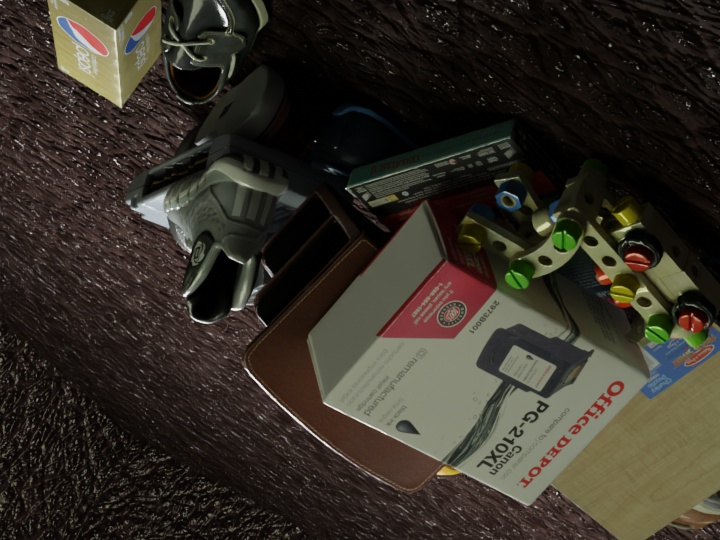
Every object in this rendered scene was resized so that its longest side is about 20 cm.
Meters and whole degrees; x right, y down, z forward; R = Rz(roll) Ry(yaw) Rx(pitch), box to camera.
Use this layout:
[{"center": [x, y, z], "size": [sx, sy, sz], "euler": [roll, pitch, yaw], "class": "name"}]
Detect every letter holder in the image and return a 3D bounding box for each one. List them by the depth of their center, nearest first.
[{"center": [0.005, 0.058, 1.569], "size": [0.200, 0.142, 0.101], "euler": [40, -173, -30], "class": "letter holder"}]

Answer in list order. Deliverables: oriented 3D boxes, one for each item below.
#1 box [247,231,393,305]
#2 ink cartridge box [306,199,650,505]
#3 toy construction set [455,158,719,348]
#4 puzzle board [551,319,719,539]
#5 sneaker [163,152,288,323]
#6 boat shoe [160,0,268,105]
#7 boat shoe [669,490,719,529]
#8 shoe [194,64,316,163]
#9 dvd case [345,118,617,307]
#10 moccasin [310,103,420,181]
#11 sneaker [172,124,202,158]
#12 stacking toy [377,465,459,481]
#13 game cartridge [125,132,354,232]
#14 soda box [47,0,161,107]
[{"center": [0.000, 0.000, 1.693], "size": [0.200, 0.044, 0.160], "euler": [0, 173, -13], "class": "box"}, {"center": [0.086, 0.062, 1.481], "size": [0.200, 0.145, 0.084], "euler": [28, -155, -28], "class": "ink cartridge box"}, {"center": [0.174, 0.000, 1.412], "size": [0.200, 0.092, 0.131], "euler": [33, 144, -32], "class": "toy construction set"}, {"center": [0.231, 0.120, 1.588], "size": [0.151, 0.200, 0.017], "euler": [40, -150, -19], "class": "puzzle board"}, {"center": [-0.118, -0.011, 1.574], "size": [0.075, 0.116, 0.200], "euler": [17, 163, -13], "class": "sneaker"}, {"center": [-0.114, -0.178, 1.526], "size": [0.072, 0.068, 0.200], "euler": [34, 165, 4], "class": "boat shoe"}, {"center": [0.212, 0.159, 1.676], "size": [0.200, 0.076, 0.072], "euler": [27, 136, -1], "class": "boat shoe"}, {"center": [-0.069, -0.108, 1.669], "size": [0.091, 0.072, 0.200], "euler": [32, 170, -12], "class": "shoe"}, {"center": [0.105, -0.027, 1.498], "size": [0.146, 0.022, 0.200], "euler": [-16, 135, 35], "class": "dvd case"}, {"center": [0.046, -0.048, 1.588], "size": [0.200, 0.068, 0.080], "euler": [37, 173, -9], "class": "moccasin"}, {"center": [-0.126, -0.074, 1.921], "size": [0.099, 0.071, 0.200], "euler": [33, 161, 13], "class": "sneaker"}, {"center": [0.083, 0.135, 1.821], "size": [0.146, 0.146, 0.200], "euler": [39, 128, -19], "class": "stacking toy"}, {"center": [-0.093, -0.058, 1.665], "size": [0.133, 0.041, 0.200], "euler": [25, 160, -25], "class": "game cartridge"}, {"center": [-0.204, -0.201, 1.658], "size": [0.068, 0.064, 0.200], "euler": [33, 167, 3], "class": "soda box"}]
